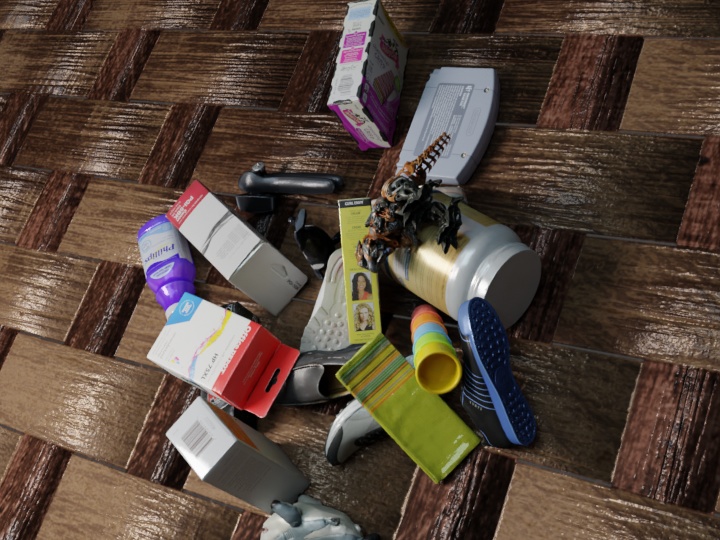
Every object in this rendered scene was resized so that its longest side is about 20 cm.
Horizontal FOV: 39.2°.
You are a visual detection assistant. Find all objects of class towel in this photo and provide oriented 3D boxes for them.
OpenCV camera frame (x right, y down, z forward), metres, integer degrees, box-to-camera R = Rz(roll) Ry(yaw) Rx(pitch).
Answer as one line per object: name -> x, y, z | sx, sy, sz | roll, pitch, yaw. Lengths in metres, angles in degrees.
towel -> 0.063, 0.183, 1.347 | 0.086, 0.018, 0.200 | -44, 83, -2

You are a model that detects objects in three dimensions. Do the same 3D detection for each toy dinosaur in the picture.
toy dinosaur -> 0.060, -0.089, 1.334 | 0.135, 0.101, 0.202 | 29, 110, 54

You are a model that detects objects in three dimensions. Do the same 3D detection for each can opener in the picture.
can opener -> -0.119, -0.142, 1.677 | 0.198, 0.079, 0.063 | -3, 24, 25

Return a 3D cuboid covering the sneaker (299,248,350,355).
sneaker -> -0.037, 0.063, 1.507 | 0.076, 0.081, 0.202 | 20, 91, -4

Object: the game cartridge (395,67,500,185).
game cartridge -> 0.143, -0.226, 1.580 | 0.132, 0.040, 0.201 | 8, 69, 36

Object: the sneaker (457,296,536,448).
sneaker -> 0.156, 0.136, 1.300 | 0.078, 0.070, 0.202 | -17, 92, 46

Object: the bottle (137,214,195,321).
bottle -> -0.320, 0.001, 1.697 | 0.083, 0.065, 0.201 | -29, 54, 11

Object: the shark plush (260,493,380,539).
shark plush -> -0.040, 0.365, 1.366 | 0.198, 0.091, 0.084 | 13, 90, 12

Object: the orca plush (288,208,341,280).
orca plush -> -0.059, -0.054, 1.514 | 0.071, 0.200, 0.106 | -28, 69, -1

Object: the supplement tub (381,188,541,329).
supplement tub -> 0.135, -0.014, 1.398 | 0.199, 0.145, 0.145 | 33, 83, 38

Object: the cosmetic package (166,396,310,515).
cosmetic package -> -0.164, 0.259, 1.382 | 0.071, 0.200, 0.101 | -48, 52, -3

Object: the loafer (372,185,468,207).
loafer -> 0.068, -0.100, 1.535 | 0.198, 0.072, 0.063 | -16, 50, 25

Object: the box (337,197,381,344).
box -> 0.000, 0.000, 1.430 | 0.050, 0.075, 0.202 | -5, 92, 0

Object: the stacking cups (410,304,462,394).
stacking cups -> 0.091, 0.095, 1.356 | 0.060, 0.061, 0.200 | -35, 18, 8

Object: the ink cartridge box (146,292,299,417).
ink cartridge box -> -0.200, 0.122, 1.472 | 0.199, 0.067, 0.117 | 19, 73, 33

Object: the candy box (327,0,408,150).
candy box -> 0.016, -0.317, 1.637 | 0.060, 0.136, 0.202 | -3, 63, 26

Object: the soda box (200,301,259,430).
soda box -> -0.199, 0.154, 1.541 | 0.063, 0.071, 0.202 | -16, 58, 22

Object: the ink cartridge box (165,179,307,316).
ink cartridge box -> -0.196, -0.035, 1.595 | 0.083, 0.147, 0.200 | -48, 51, -1

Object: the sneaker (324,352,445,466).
sneaker -> 0.031, 0.201, 1.388 | 0.200, 0.074, 0.079 | -43, 64, 5

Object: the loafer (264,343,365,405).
loafer -> -0.054, 0.153, 1.441 | 0.199, 0.073, 0.072 | -21, 12, 17
